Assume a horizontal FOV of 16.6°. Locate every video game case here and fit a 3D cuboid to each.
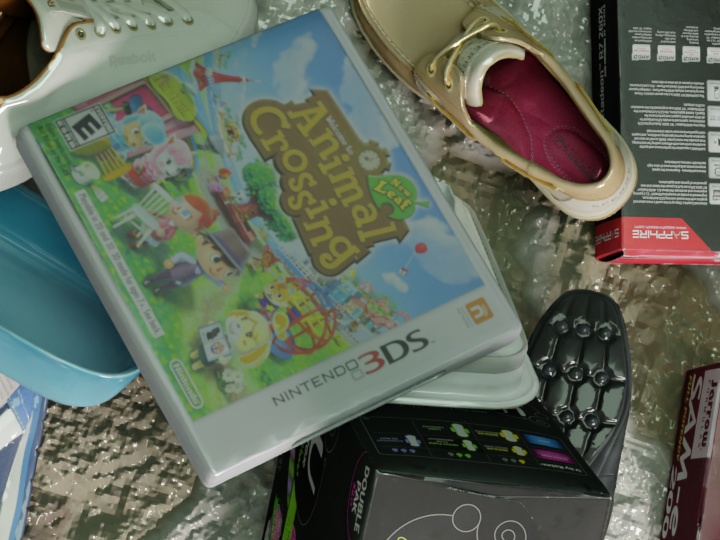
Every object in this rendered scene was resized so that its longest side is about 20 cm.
[{"bbox_3d":[-0.044,-0.017,1.213,0.182,0.022,0.200,-24,74,-24],"label":"video game case"}]

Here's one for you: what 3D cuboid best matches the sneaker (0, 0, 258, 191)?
[{"bbox_3d":[-0.132,-0.115,1.246,0.200,0.085,0.073,-34,50,-30],"label":"sneaker"}]

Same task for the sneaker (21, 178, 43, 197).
[{"bbox_3d":[-0.156,-0.076,1.328,0.200,0.081,0.089,-1,39,3],"label":"sneaker"}]

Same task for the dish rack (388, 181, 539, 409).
[{"bbox_3d":[0.000,0.000,1.299,0.171,0.200,0.044,4,118,-13],"label":"dish rack"}]

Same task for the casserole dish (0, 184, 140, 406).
[{"bbox_3d":[-0.181,0.004,1.242,0.200,0.121,0.039,31,120,3],"label":"casserole dish"}]

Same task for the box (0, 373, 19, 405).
[{"bbox_3d":[-0.261,0.006,1.266,0.200,0.041,0.039,38,75,15],"label":"box"}]

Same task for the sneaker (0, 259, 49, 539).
[{"bbox_3d":[-0.208,0.086,1.291,0.082,0.074,0.200,12,77,-9],"label":"sneaker"}]

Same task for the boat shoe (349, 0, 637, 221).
[{"bbox_3d":[0.074,-0.110,1.373,0.200,0.069,0.074,40,89,9],"label":"boat shoe"}]

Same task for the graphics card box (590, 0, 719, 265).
[{"bbox_3d":[0.199,-0.103,1.435,0.125,0.051,0.200,0,84,-14],"label":"graphics card box"}]

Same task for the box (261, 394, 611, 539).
[{"bbox_3d":[0.031,0.137,1.261,0.124,0.200,0.149,7,106,-14],"label":"box"}]

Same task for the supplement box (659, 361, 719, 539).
[{"bbox_3d":[0.281,0.126,1.422,0.200,0.061,0.109,14,79,-14],"label":"supplement box"}]

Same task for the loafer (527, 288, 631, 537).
[{"bbox_3d":[0.110,0.111,1.374,0.068,0.070,0.201,8,85,3],"label":"loafer"}]

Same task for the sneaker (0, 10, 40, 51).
[{"bbox_3d":[-0.158,-0.174,1.337,0.200,0.074,0.118,-17,47,-42],"label":"sneaker"}]
